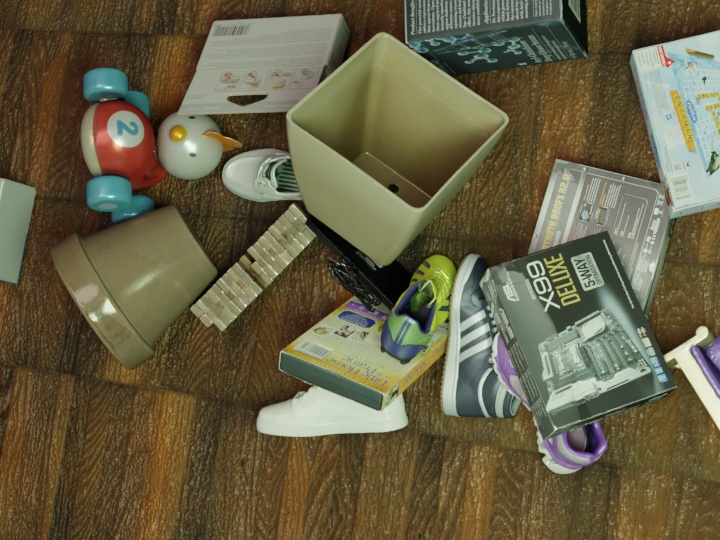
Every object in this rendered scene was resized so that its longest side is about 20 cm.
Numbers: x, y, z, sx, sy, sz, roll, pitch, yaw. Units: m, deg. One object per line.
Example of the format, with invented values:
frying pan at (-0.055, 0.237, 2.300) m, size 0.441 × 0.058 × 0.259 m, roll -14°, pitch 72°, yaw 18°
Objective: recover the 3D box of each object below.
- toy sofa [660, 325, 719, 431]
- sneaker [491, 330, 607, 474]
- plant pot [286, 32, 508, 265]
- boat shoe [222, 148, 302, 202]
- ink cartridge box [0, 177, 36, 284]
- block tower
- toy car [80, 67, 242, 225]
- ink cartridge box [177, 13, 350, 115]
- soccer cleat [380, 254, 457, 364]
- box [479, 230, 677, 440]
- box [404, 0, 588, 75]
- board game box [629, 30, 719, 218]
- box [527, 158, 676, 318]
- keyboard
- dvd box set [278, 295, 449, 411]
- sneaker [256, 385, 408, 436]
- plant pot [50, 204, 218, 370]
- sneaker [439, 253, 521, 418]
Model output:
toy sofa at (0.432, 0.157, 1.448) m, size 0.097 × 0.083 × 0.201 m, roll -34°, pitch 71°, yaw 15°
sneaker at (0.227, 0.146, 1.493) m, size 0.080 × 0.088 × 0.202 m, roll -31°, pitch 98°, yaw -18°
plant pot at (0.031, -0.130, 1.575) m, size 0.199 × 0.178 × 0.200 m, roll 36°, pitch 56°, yaw 13°
boat shoe at (-0.105, -0.131, 1.721) m, size 0.198 × 0.067 × 0.074 m, roll 4°, pitch 83°, yaw 23°
ink cartridge box at (-0.595, -0.069, 1.905) m, size 0.198 × 0.084 × 0.148 m, roll 7°, pitch 85°, yaw 22°
block tower at (-0.136, -0.004, 1.714) m, size 0.054 × 0.058 × 0.200 m, roll 45°, pitch 102°, yaw -2°
toy car at (-0.263, -0.174, 1.748) m, size 0.198 × 0.177 × 0.187 m, roll -7°, pitch 77°, yaw 9°
ink cartridge box at (-0.128, -0.264, 1.724) m, size 0.198 × 0.045 × 0.178 m, roll 1°, pitch 56°, yaw 23°
soccer cleat at (0.083, 0.033, 1.560) m, size 0.064 × 0.201 × 0.084 m, roll 28°, pitch 129°, yaw 5°
box at (0.244, 0.071, 1.460) m, size 0.156 × 0.050 × 0.202 m, roll -16°, pitch 72°, yaw -14°
box at (0.169, -0.322, 1.592) m, size 0.198 × 0.148 × 0.108 m, roll -4°, pitch 80°, yaw 22°
board game box at (0.434, -0.180, 1.494) m, size 0.197 × 0.041 × 0.202 m, roll -12°, pitch 77°, yaw 4°
box at (0.285, -0.019, 1.553) m, size 0.157 × 0.048 × 0.202 m, roll 15°, pitch 87°, yaw 24°
keyboard at (0.000, 0.000, 1.645) m, size 0.200 × 0.104 × 0.040 m, roll 45°, pitch 127°, yaw 19°
dvd box set at (0.013, 0.095, 1.575) m, size 0.145 × 0.200 × 0.030 m, roll 19°, pitch 120°, yaw 22°
sneaker at (-0.043, 0.147, 1.636) m, size 0.198 × 0.074 × 0.117 m, roll -6°, pitch 102°, yaw 12°
plant pot at (-0.291, 0.004, 1.726) m, size 0.174 × 0.200 × 0.201 m, roll -33°, pitch 71°, yaw -2°
sneaker at (0.164, 0.084, 1.577) m, size 0.107 × 0.070 × 0.203 m, roll 7°, pitch 89°, yaw 25°
